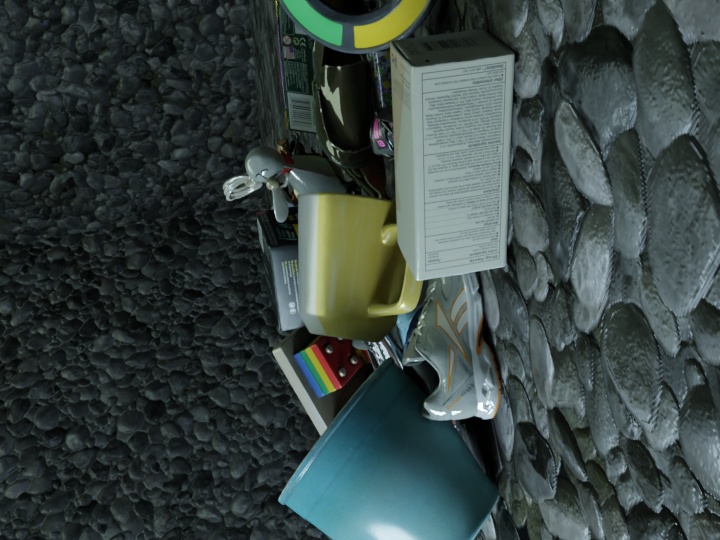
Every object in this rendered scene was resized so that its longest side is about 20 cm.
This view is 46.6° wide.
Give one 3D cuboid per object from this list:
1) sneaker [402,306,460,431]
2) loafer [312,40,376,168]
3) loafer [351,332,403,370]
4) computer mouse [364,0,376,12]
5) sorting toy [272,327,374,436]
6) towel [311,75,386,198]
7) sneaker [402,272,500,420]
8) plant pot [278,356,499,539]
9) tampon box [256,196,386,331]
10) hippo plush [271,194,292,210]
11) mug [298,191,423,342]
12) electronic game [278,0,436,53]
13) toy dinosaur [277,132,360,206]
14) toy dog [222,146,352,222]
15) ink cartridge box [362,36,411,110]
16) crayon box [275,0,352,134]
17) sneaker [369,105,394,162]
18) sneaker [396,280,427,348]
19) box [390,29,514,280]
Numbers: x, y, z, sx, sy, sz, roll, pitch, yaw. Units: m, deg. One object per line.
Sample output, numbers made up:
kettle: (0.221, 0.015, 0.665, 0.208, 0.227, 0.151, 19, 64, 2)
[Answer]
sneaker: (0.081, 0.122, 1.021, 0.079, 0.074, 0.203, -108, 14, -55)
loafer: (-0.024, -0.217, 1.002, 0.070, 0.074, 0.203, 95, 163, -68)
loafer: (0.019, 0.104, 1.135, 0.202, 0.062, 0.072, 58, -177, -16)
computer mouse: (0.021, -0.312, 1.103, 0.059, 0.033, 0.204, -82, -7, -64)
sorting toy: (-0.005, 0.146, 1.207, 0.202, 0.069, 0.199, 60, -146, -6)
towel: (-0.013, -0.196, 1.129, 0.149, 0.036, 0.202, 48, -155, -37)
sneaker: (0.083, 0.060, 0.881, 0.076, 0.090, 0.204, 107, 153, -70)
plant pot: (0.042, 0.235, 0.918, 0.187, 0.200, 0.201, 39, 160, 9)
tampon box: (-0.038, -0.019, 1.201, 0.150, 0.196, 0.129, -124, 26, -64)
hippo plush: (-0.075, -0.082, 1.471, 0.160, 0.158, 0.203, -114, 17, -56)
mug: (-0.008, -0.001, 0.939, 0.187, 0.146, 0.156, 102, 176, -86)
electronic game: (-0.009, -0.319, 0.833, 0.042, 0.196, 0.203, -51, -37, -53)
toy dinosaur: (-0.049, -0.133, 1.287, 0.103, 0.135, 0.200, 58, -177, 39)
toy dog: (-0.071, -0.106, 1.098, 0.132, 0.198, 0.097, -42, 70, 46)
ink cartridge box: (0.038, -0.182, 1.036, 0.109, 0.049, 0.204, -141, 43, -74)
crayon box: (-0.061, -0.334, 1.236, 0.173, 0.057, 0.203, -61, -25, -49)
sneaker: (0.054, -0.144, 0.885, 0.200, 0.082, 0.078, 160, 100, -80)
sneaker: (0.047, 0.032, 1.096, 0.074, 0.080, 0.203, -110, 13, -51)
box: (0.080, -0.101, 0.749, 0.078, 0.093, 0.203, -114, 19, -57)
